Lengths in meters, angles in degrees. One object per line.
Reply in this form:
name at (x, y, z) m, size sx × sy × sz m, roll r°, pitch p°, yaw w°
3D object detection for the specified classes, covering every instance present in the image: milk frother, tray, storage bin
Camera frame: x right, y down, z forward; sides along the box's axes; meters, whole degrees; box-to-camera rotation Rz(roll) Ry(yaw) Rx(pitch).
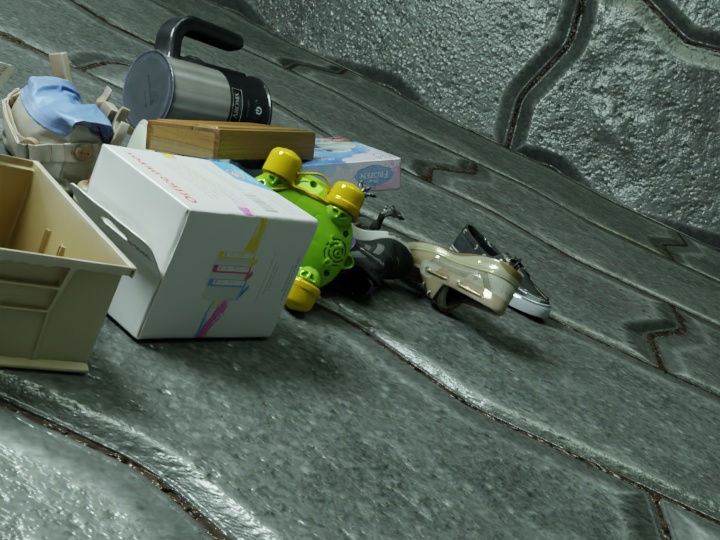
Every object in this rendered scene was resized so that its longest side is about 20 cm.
milk frother at (-0.263, -0.255, 1.709) m, size 0.199 × 0.183 × 0.187 m, roll -19°, pitch -18°, yaw 40°
tray at (-0.144, -0.150, 1.350) m, size 0.098 × 0.037 × 0.199 m, roll 11°, pitch 9°, yaw 27°
storage bin at (-0.309, -0.020, 0.883) m, size 0.197 × 0.094 × 0.200 m, roll 11°, pitch 21°, yaw -43°

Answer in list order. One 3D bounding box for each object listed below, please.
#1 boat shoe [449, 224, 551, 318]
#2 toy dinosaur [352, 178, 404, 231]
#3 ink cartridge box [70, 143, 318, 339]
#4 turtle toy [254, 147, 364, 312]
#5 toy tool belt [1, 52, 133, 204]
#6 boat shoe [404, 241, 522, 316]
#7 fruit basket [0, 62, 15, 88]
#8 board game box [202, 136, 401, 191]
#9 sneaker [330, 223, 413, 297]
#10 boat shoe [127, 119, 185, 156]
boat shoe at (0.198, 0.000, 1.666) m, size 0.068 × 0.057 × 0.200 m, roll 9°, pitch 22°, yaw -45°
toy dinosaur at (-0.004, -0.057, 1.423) m, size 0.048 × 0.088 × 0.200 m, roll 51°, pitch 11°, yaw 29°
ink cartridge box at (-0.162, -0.024, 1.058) m, size 0.128 × 0.126 × 0.199 m, roll 34°, pitch 18°, yaw 33°
turtle toy at (-0.095, -0.051, 1.253) m, size 0.199 × 0.147 × 0.101 m, roll 28°, pitch -7°, yaw -5°
toy tool belt at (-0.304, -0.149, 1.260) m, size 0.124 × 0.124 × 0.200 m, roll 8°, pitch 23°, yaw -46°
boat shoe at (0.106, 0.013, 1.452) m, size 0.199 × 0.065 × 0.072 m, roll 13°, pitch -19°, yaw 43°
fruit basket at (-0.409, -0.137, 0.962) m, size 0.184 × 0.199 × 0.095 m, roll 9°, pitch 62°, yaw -42°
board game box at (-0.078, -0.132, 1.492) m, size 0.198 × 0.044 × 0.199 m, roll -6°, pitch 17°, yaw -23°
sneaker at (0.000, 0.000, 1.382) m, size 0.199 × 0.076 × 0.088 m, roll 17°, pitch 44°, yaw -51°
boat shoe at (-0.227, -0.109, 1.352) m, size 0.060 × 0.073 × 0.202 m, roll 18°, pitch 23°, yaw -29°
